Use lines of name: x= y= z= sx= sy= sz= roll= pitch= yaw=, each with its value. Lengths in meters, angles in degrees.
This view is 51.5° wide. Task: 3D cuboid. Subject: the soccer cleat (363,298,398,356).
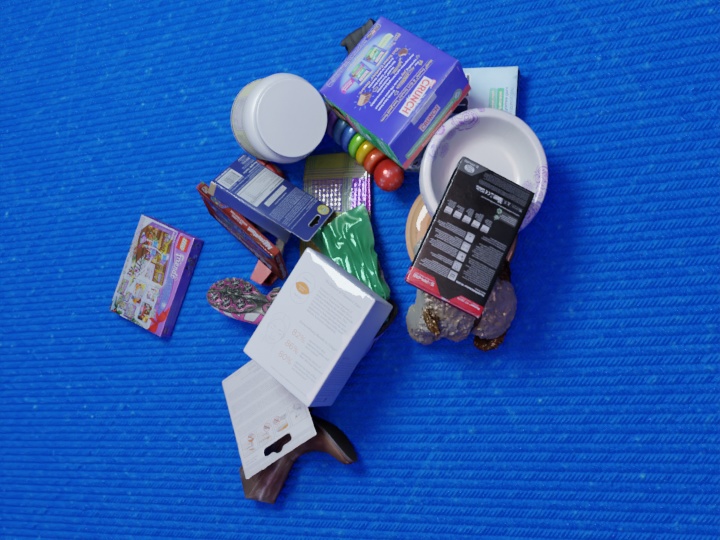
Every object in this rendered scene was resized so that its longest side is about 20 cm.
soccer cleat: x=-0.010 y=0.128 z=1.318 sx=0.200 sy=0.073 sz=0.068 roll=-44 pitch=61 yaw=-6

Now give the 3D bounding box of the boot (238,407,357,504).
boot: x=-0.118 y=0.352 z=1.333 sx=0.185 sy=0.064 sz=0.202 roll=37 pitch=96 yaw=31

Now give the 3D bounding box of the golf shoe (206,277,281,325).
golf shoe: x=-0.189 y=0.072 z=1.362 sx=0.194 sy=0.093 sz=0.074 roll=11 pitch=54 yaw=16

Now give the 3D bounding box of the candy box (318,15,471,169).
candy box: x=0.053 y=-0.290 z=1.203 sx=0.170 sy=0.077 sz=0.200 roll=-48 pitch=52 yaw=2

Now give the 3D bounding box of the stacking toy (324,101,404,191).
stacking toy: x=0.007 y=-0.217 z=1.303 sx=0.085 sy=0.085 sz=0.202 roll=-40 pitch=66 yaw=12

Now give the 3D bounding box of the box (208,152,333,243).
box: x=-0.155 y=-0.121 z=1.312 sx=0.197 sy=0.122 sz=0.033 roll=31 pitch=130 yaw=5

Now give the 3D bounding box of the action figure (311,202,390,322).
action figure: x=0.000 y=0.000 z=1.297 sx=0.116 sy=0.055 sz=0.204 roll=-29 pitch=72 yaw=14

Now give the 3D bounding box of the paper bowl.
paper bowl: x=0.190 y=-0.146 z=1.181 sx=0.194 sy=0.104 sz=0.207 roll=0 pitch=91 yaw=0

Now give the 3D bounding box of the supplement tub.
supplement tub: x=-0.142 y=-0.263 z=1.296 sx=0.141 sy=0.199 sz=0.150 roll=-4 pitch=101 yaw=-19

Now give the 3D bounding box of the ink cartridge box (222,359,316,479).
ink cartridge box: x=-0.157 y=0.245 z=1.329 sx=0.159 sy=0.050 sz=0.203 roll=-34 pitch=56 yaw=14

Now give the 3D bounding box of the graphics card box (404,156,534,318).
graphics card box: x=0.160 y=-0.049 z=1.101 sx=0.123 sy=0.051 sz=0.204 roll=25 pitch=88 yaw=1

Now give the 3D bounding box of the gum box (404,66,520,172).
gum box: x=0.171 y=-0.256 z=1.284 sx=0.194 sy=0.044 sz=0.175 roll=3 pitch=88 yaw=18

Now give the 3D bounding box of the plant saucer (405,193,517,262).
plant saucer: x=0.170 y=-0.065 z=1.278 sx=0.195 sy=0.032 sz=0.207 roll=-2 pitch=85 yaw=19

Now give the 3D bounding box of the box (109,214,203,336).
box: x=-0.403 y=0.010 z=1.472 sx=0.134 sy=0.039 sz=0.205 roll=22 pitch=94 yaw=20

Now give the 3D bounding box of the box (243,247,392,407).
box: x=-0.067 y=0.095 z=1.226 sx=0.151 sy=0.106 sz=0.202 roll=35 pitch=94 yaw=21

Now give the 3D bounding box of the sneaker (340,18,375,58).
sneaker: x=0.016 y=-0.343 z=1.338 sx=0.089 sy=0.076 sz=0.206 roll=-18 pitch=71 yaw=24

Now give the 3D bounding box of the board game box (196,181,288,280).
board game box: x=-0.209 y=-0.069 z=1.324 sx=0.199 sy=0.103 sz=0.019 roll=41 pitch=76 yaw=18

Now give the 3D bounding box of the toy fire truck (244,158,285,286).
toy fire truck: x=-0.179 y=-0.091 z=1.394 sx=0.139 sy=0.049 sz=0.204 roll=30 pitch=96 yaw=18

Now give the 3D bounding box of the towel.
towel: x=-0.044 y=-0.111 z=1.363 sx=0.140 sy=0.023 sz=0.207 roll=-1 pitch=85 yaw=20

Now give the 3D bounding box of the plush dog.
plush dog: x=0.172 y=0.052 z=1.204 sx=0.166 sy=0.161 sz=0.205 roll=0 pitch=114 yaw=-9
